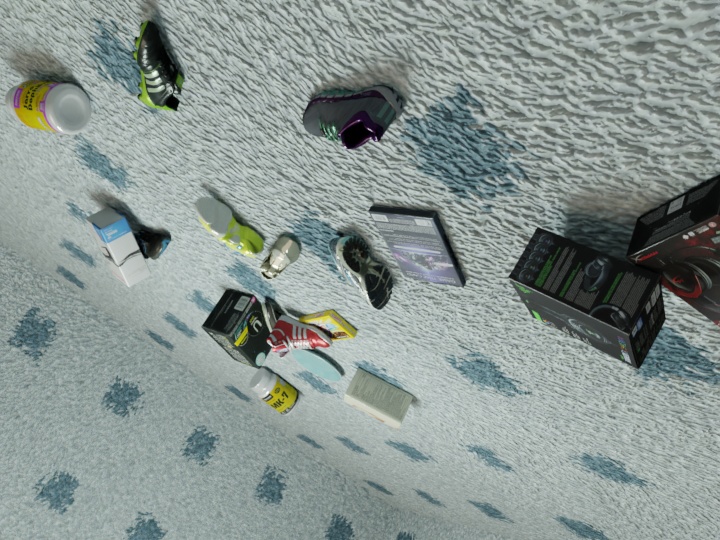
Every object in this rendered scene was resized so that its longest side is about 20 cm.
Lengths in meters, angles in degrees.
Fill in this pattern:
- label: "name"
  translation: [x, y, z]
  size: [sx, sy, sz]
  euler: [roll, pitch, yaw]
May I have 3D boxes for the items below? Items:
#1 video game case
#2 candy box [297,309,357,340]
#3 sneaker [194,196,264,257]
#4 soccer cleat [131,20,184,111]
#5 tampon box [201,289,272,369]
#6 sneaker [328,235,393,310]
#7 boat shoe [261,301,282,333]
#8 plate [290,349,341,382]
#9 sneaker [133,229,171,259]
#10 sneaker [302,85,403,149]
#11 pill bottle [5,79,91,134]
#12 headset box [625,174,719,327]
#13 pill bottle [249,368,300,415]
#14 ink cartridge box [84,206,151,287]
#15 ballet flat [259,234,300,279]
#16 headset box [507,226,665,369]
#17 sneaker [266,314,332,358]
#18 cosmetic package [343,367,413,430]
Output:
- label: "video game case"
  translation: [0.110, -0.044, 1.142]
  size: [0.141, 0.019, 0.201]
  euler: [11, 148, 36]
- label: "candy box"
  translation: [-0.097, 0.161, 1.711]
  size: [0.102, 0.027, 0.199]
  euler: [44, 151, -17]
- label: "sneaker"
  translation: [-0.329, -0.095, 1.447]
  size: [0.200, 0.077, 0.104]
  euler: [43, 152, -26]
- label: "soccer cleat"
  translation: [-0.347, -0.351, 1.042]
  size: [0.079, 0.069, 0.200]
  euler: [15, 157, -10]
- label: "tampon box"
  translation: [-0.369, 0.185, 1.895]
  size: [0.124, 0.151, 0.201]
  euler: [11, 149, 34]
- label: "sneaker"
  translation: [0.000, 0.000, 1.293]
  size: [0.086, 0.078, 0.201]
  euler: [16, 146, 51]
- label: "boat shoe"
  translation: [-0.256, 0.161, 1.842]
  size: [0.203, 0.059, 0.072]
  euler: [81, 169, -48]
- label: "plate"
  translation: [-0.145, 0.312, 2.028]
  size: [0.197, 0.026, 0.201]
  euler: [25, 154, 13]
- label: "sneaker"
  translation: [-0.632, -0.080, 1.792]
  size: [0.198, 0.074, 0.082]
  euler: [-8, 134, 50]
- label: "sneaker"
  translation: [-0.032, -0.220, 0.900]
  size: [0.198, 0.088, 0.075]
  euler: [0, 142, 46]
- label: "pill bottle"
  translation: [-0.693, -0.362, 1.324]
  size: [0.197, 0.105, 0.105]
  euler: [14, 150, 29]
- label: "headset box"
  translation: [0.468, -0.012, 0.756]
  size: [0.198, 0.076, 0.149]
  euler: [34, 154, -7]
- label: "pill bottle"
  translation: [-0.352, 0.496, 2.466]
  size: [0.200, 0.115, 0.113]
  euler: [42, 151, -24]
- label: "ink cartridge box"
  translation: [-0.720, -0.070, 1.792]
  size: [0.143, 0.084, 0.203]
  euler: [24, 138, 46]
- label: "ballet flat"
  translation: [-0.196, -0.022, 1.449]
  size: [0.067, 0.064, 0.200]
  euler: [34, 154, -9]
- label: "headset box"
  translation: [0.331, 0.039, 0.890]
  size: [0.198, 0.094, 0.174]
  euler: [29, 173, 36]
- label: "sneaker"
  translation: [-0.180, 0.207, 1.720]
  size: [0.197, 0.113, 0.072]
  euler: [17, 148, 31]
- label: "cosmetic package"
  translation: [0.055, 0.404, 1.894]
  size: [0.197, 0.104, 0.088]
  euler: [27, 153, 9]
